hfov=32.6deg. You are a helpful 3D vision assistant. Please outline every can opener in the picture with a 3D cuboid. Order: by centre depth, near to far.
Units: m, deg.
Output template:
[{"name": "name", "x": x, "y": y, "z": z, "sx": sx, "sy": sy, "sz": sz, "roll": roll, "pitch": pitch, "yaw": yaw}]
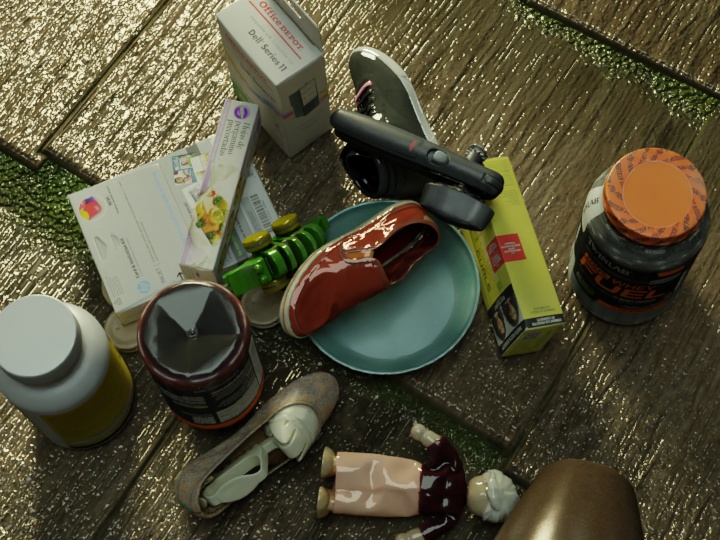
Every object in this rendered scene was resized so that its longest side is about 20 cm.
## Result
[{"name": "can opener", "x": 0.057, "y": -0.117, "z": 1.271, "sx": 0.199, "sy": 0.063, "sz": 0.079, "roll": 30, "pitch": 72, "yaw": 9}]

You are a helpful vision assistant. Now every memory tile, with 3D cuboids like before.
[{"name": "memory tile", "x": -0.183, "y": 0.006, "z": 1.342, "sx": 0.199, "sy": 0.017, "sz": 0.154, "roll": -10, "pitch": 67, "yaw": -3}]

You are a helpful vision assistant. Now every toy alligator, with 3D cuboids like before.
[{"name": "toy alligator", "x": -0.096, "y": -0.005, "z": 1.256, "sx": 0.200, "sy": 0.054, "sz": 0.060, "roll": -34, "pitch": 109, "yaw": -31}]

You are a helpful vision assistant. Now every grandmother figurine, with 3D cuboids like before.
[{"name": "grandmother figurine", "x": 0.060, "y": 0.215, "z": 1.224, "sx": 0.199, "sy": 0.061, "sz": 0.122, "roll": 7, "pitch": 94, "yaw": 2}]

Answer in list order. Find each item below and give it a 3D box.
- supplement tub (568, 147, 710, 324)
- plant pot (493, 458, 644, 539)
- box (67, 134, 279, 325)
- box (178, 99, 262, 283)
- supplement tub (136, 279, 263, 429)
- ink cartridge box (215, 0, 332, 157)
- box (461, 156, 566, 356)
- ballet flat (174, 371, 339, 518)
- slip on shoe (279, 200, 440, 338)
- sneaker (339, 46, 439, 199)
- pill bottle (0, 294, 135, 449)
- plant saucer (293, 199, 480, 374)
[{"name": "supplement tub", "x": 0.280, "y": -0.034, "z": 1.241, "sx": 0.122, "sy": 0.200, "sz": 0.123, "roll": -1, "pitch": 66, "yaw": 2}, {"name": "plant pot", "x": 0.189, "y": 0.283, "z": 1.136, "sx": 0.186, "sy": 0.187, "sz": 0.201, "roll": 15, "pitch": 54, "yaw": 9}, {"name": "box", "x": -0.196, "y": -0.050, "z": 1.335, "sx": 0.199, "sy": 0.041, "sz": 0.156, "roll": -24, "pitch": 68, "yaw": -9}, {"name": "box", "x": -0.147, "y": -0.085, "z": 1.305, "sx": 0.038, "sy": 0.041, "sz": 0.201, "roll": 11, "pitch": 67, "yaw": 5}, {"name": "supplement tub", "x": -0.151, "y": 0.092, "z": 1.203, "sx": 0.106, "sy": 0.200, "sz": 0.108, "roll": 0, "pitch": 67, "yaw": 1}, {"name": "ink cartridge box", "x": -0.094, "y": -0.225, "z": 1.337, "sx": 0.067, "sy": 0.200, "sz": 0.117, "roll": -36, "pitch": 70, "yaw": -13}, {"name": "box", "x": 0.153, "y": -0.016, "z": 1.303, "sx": 0.050, "sy": 0.075, "sz": 0.201, "roll": -6, "pitch": 66, "yaw": -20}, {"name": "ballet flat", "x": -0.094, "y": 0.181, "z": 1.231, "sx": 0.200, "sy": 0.068, "sz": 0.067, "roll": -39, "pitch": 26, "yaw": -7}, {"name": "slip on shoe", "x": 0.000, "y": 0.000, "z": 1.263, "sx": 0.200, "sy": 0.074, "sz": 0.061, "roll": -36, "pitch": 36, "yaw": -16}, {"name": "sneaker", "x": 0.013, "y": -0.164, "z": 1.363, "sx": 0.099, "sy": 0.071, "sz": 0.201, "roll": -15, "pitch": 68, "yaw": -33}, {"name": "pill bottle", "x": -0.293, "y": 0.098, "z": 1.205, "sx": 0.111, "sy": 0.200, "sz": 0.113, "roll": -1, "pitch": 67, "yaw": 1}, {"name": "plant saucer", "x": 0.028, "y": 0.021, "z": 1.316, "sx": 0.199, "sy": 0.036, "sz": 0.201, "roll": -1, "pitch": 67, "yaw": 2}]
